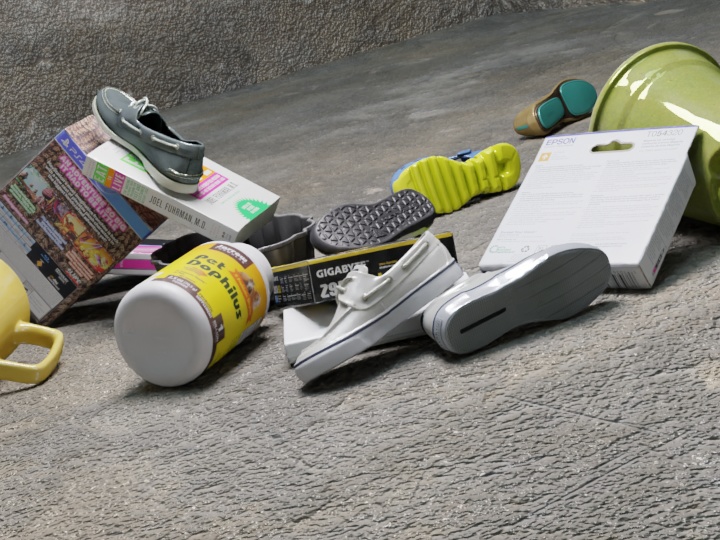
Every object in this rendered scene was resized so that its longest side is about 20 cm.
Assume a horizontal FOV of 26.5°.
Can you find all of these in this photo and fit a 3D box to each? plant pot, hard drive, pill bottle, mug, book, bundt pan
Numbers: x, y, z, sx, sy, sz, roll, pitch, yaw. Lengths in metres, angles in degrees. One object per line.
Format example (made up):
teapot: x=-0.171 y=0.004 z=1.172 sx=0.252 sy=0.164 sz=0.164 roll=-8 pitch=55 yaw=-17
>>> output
plant pot: x=0.381 y=-0.132 z=1.681 sx=0.199 sy=0.202 sz=0.184 roll=-17 pitch=26 yaw=-19
hard drive: x=0.020 y=0.046 z=1.568 sx=0.198 sy=0.027 sz=0.132 roll=-12 pitch=14 yaw=0
pill bottle: x=-0.164 y=0.037 z=1.587 sx=0.108 sy=0.110 sz=0.200 roll=-6 pitch=15 yaw=23
mug: x=-0.435 y=0.064 z=1.656 sx=0.185 sy=0.151 sz=0.153 roll=-16 pitch=21 yaw=12
book: x=-0.208 y=-0.095 z=1.782 sx=0.199 sy=0.048 sz=0.134 roll=26 pitch=24 yaw=8
bundt pan: x=-0.142 y=-0.003 z=1.793 sx=0.200 sy=0.077 sz=0.202 roll=-11 pitch=13 yaw=3

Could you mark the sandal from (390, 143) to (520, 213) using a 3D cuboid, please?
sandal: x=0.119 y=-0.122 z=2.066 sx=0.198 sy=0.080 sz=0.087 roll=-11 pitch=8 yaw=-34

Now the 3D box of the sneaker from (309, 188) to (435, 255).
sneaker: x=0.014 y=-0.033 z=1.811 sx=0.199 sy=0.083 sz=0.072 roll=-16 pitch=56 yaw=-43

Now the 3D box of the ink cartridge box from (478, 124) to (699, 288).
ink cartridge box: x=0.247 y=-0.065 z=1.612 sx=0.195 sy=0.043 sz=0.201 roll=0 pitch=46 yaw=41

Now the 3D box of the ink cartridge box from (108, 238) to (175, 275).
ink cartridge box: x=-0.329 y=-0.019 z=2.009 sx=0.198 sy=0.038 sz=0.095 roll=0 pitch=13 yaw=-8

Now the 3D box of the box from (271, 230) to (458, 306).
box: x=0.000 y=0.000 z=1.628 sx=0.158 sy=0.050 sz=0.200 roll=-10 pitch=0 yaw=-14

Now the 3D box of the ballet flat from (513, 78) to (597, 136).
ballet flat: x=0.310 y=-0.263 z=2.472 sx=0.063 sy=0.069 sz=0.199 roll=-18 pitch=5 yaw=41

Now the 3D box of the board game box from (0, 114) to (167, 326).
board game box: x=-0.358 y=-0.060 z=1.872 sx=0.200 sy=0.160 sz=0.097 roll=-39 pitch=6 yaw=18

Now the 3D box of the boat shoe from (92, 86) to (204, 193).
boat shoe: x=-0.241 y=-0.166 z=1.768 sx=0.072 sy=0.062 sz=0.200 roll=-4 pitch=38 yaw=-43

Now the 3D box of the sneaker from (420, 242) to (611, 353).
sneaker: x=0.146 y=0.018 z=1.474 sx=0.198 sy=0.074 sz=0.071 roll=-19 pitch=22 yaw=-22

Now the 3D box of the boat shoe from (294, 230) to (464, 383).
boat shoe: x=0.007 y=0.030 z=1.463 sx=0.199 sy=0.070 sz=0.071 roll=-35 pitch=0 yaw=-20
